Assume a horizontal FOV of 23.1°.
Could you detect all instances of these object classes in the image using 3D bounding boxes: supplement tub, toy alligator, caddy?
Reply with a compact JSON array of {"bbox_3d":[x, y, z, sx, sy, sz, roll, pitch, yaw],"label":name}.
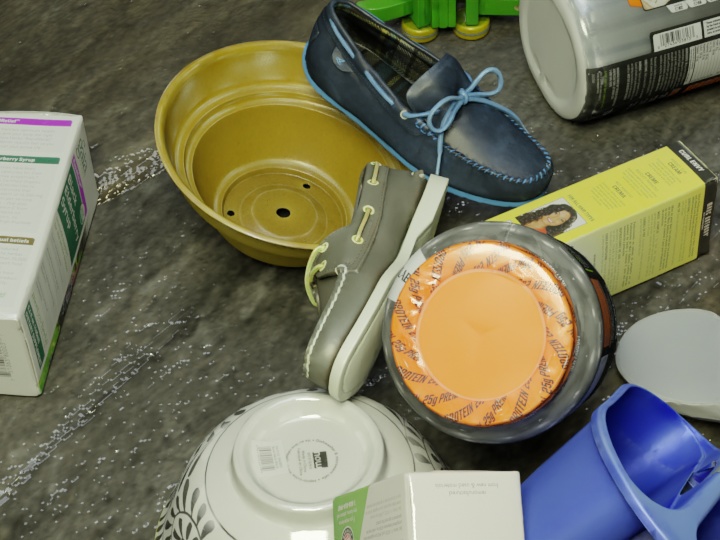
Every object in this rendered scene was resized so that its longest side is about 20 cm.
[{"bbox_3d":[0.082,0.035,1.015,0.122,0.200,0.123,0,88,12],"label":"supplement tub"},{"bbox_3d":[0.231,-0.194,1.332,0.200,0.123,0.123,-18,48,-15],"label":"supplement tub"},{"bbox_3d":[0.095,-0.224,1.409,0.199,0.059,0.054,-4,46,-2],"label":"toy alligator"},{"bbox_3d":[0.166,0.136,0.961,0.141,0.105,0.200,49,18,7],"label":"caddy"}]

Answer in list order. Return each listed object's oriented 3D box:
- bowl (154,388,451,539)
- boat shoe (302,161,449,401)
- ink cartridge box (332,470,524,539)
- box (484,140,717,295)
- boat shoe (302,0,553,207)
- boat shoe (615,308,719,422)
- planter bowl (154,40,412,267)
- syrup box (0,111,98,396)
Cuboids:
[{"bbox_3d":[-0.028,0.134,1.044,0.200,0.094,0.201,-1,45,1],"label":"bowl"},{"bbox_3d":[-0.001,0.002,1.085,0.060,0.072,0.202,20,42,7],"label":"boat shoe"},{"bbox_3d":[0.038,0.211,0.917,0.067,0.117,0.201,3,76,-20],"label":"ink cartridge box"},{"bbox_3d":[0.146,-0.015,1.197,0.200,0.075,0.050,-24,48,-18],"label":"box"},{"bbox_3d":[0.043,-0.113,1.195,0.200,0.069,0.084,29,49,12],"label":"boat shoe"},{"bbox_3d":[0.252,0.077,1.107,0.200,0.070,0.071,9,60,44],"label":"boat shoe"},{"bbox_3d":[-0.049,-0.064,1.232,0.200,0.084,0.201,8,47,-8],"label":"planter bowl"},{"bbox_3d":[-0.241,-0.016,1.208,0.081,0.079,0.200,3,46,6],"label":"syrup box"}]
